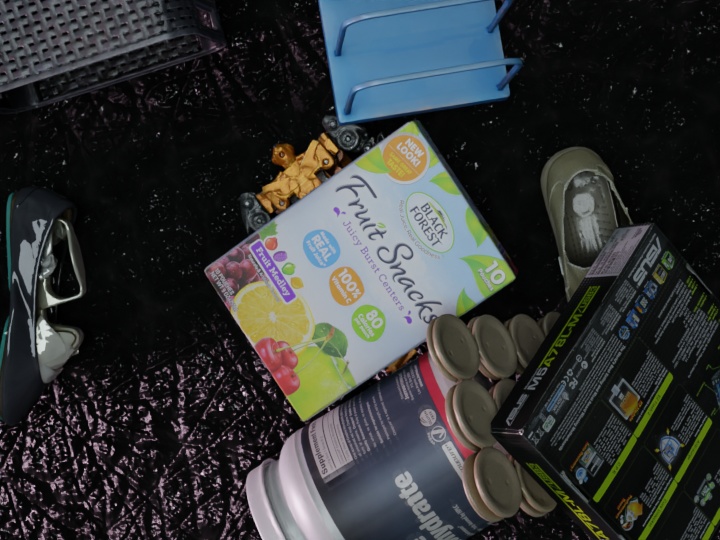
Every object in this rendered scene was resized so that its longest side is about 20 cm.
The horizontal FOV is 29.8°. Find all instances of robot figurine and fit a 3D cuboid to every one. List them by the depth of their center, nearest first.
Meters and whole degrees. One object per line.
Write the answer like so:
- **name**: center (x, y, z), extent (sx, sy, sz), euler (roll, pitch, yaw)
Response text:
- **robot figurine**: center (-0.003, -0.025, 1.089), extent (0.145, 0.058, 0.200), euler (-41, 89, 8)

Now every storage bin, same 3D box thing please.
- **storage bin**: center (-0.220, -0.197, 1.065), extent (0.198, 0.135, 0.095), euler (-15, 93, 9)

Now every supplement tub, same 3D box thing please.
- **supplement tub**: center (0.025, 0.161, 1.057), extent (0.199, 0.140, 0.141), euler (-32, 90, 9)

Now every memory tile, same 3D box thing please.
- **memory tile**: center (0.125, 0.105, 1.008), extent (0.017, 0.199, 0.155), euler (-28, 71, 35)

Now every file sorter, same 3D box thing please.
- **file sorter**: center (0.038, -0.228, 1.014), extent (0.137, 0.123, 0.202), euler (-9, 87, -5)

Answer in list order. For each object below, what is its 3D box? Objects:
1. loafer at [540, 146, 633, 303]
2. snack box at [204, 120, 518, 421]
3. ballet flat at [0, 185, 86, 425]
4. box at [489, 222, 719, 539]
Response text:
- **loafer**: center (0.191, 0.001, 1.059), extent (0.075, 0.068, 0.202), euler (-22, 91, 9)
- **snack box**: center (0.000, 0.000, 1.034), extent (0.199, 0.053, 0.143), euler (-34, 91, 11)
- **ballet flat**: center (-0.263, 0.032, 1.125), extent (0.072, 0.073, 0.202), euler (5, 93, 7)
- **box**: center (0.213, 0.102, 0.998), extent (0.193, 0.047, 0.201), euler (46, 66, -23)
